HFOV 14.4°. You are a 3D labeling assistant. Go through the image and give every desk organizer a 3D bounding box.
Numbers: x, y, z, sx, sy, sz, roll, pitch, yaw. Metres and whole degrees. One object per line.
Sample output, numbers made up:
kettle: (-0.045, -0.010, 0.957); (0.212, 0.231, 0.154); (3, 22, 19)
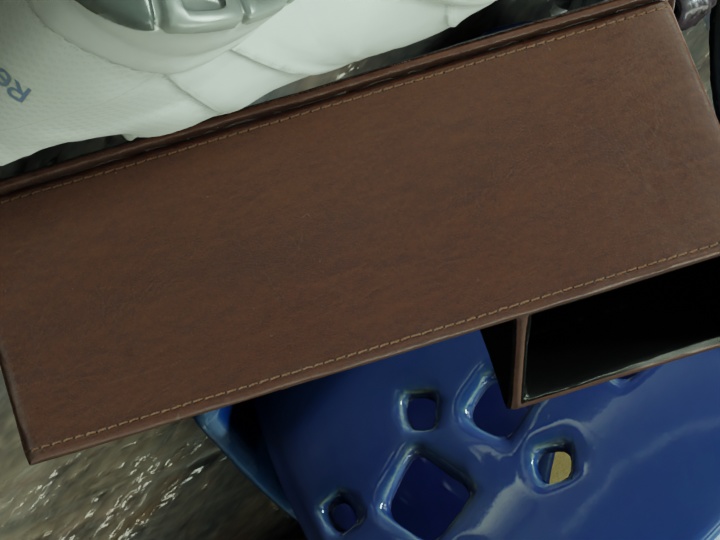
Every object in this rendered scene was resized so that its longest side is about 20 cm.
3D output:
desk organizer: (0.000, 0.000, 0.747); (0.199, 0.077, 0.072); (-17, 156, -6)

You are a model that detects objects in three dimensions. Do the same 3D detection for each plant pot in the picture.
plant pot: (0.062, 0.048, 0.940); (0.200, 0.180, 0.200); (-45, 162, -4)

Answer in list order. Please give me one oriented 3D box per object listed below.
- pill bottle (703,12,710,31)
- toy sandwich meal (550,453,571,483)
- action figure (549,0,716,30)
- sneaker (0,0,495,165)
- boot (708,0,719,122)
pill bottle: (0.215, -0.139, 0.999); (0.200, 0.112, 0.112); (-41, 161, -18)
toy sandwich meal: (0.056, 0.082, 1.187); (0.205, 0.070, 0.206); (-30, 150, -20)
action figure: (0.082, -0.125, 0.781); (0.200, 0.069, 0.131); (27, 75, -73)
sneaker: (-0.028, -0.076, 0.697); (0.087, 0.075, 0.200); (-40, 165, 36)
boot: (0.142, -0.096, 0.858); (0.131, 0.067, 0.201); (-67, 161, -72)
